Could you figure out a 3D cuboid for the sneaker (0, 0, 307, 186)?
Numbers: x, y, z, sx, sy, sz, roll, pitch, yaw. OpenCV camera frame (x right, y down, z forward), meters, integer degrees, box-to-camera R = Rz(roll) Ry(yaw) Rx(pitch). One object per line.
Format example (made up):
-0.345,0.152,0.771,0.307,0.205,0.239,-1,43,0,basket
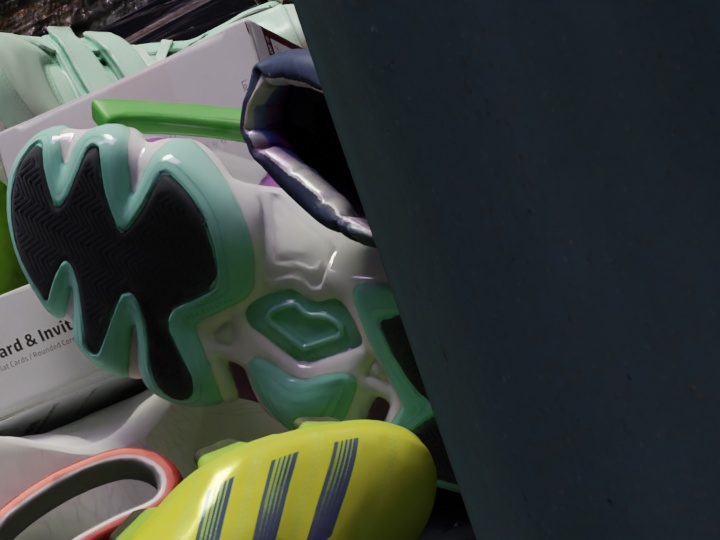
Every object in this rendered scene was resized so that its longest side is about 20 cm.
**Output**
-0.082,-0.080,1.115,0.118,0.074,0.200,-35,-22,17,sneaker

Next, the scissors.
-0.127,0.117,0.800,0.200,0.014,0.073,-30,56,-17,scissors

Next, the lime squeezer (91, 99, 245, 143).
0.017,-0.059,0.940,0.199,0.038,0.071,-22,36,-23,lime squeezer

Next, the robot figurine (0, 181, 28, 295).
-0.181,0.024,1.107,0.176,0.115,0.200,113,176,-48,robot figurine

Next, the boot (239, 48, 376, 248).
0.054,-0.011,0.770,0.090,0.073,0.200,-7,25,-37,boot

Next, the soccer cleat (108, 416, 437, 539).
-0.051,0.102,0.723,0.200,0.065,0.084,-26,39,-30,soccer cleat

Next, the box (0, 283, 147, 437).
-0.078,0.029,0.971,0.200,0.041,0.156,-24,-10,-25,box

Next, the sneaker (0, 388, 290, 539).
-0.094,0.081,0.890,0.200,0.075,0.088,-23,-4,-33,sneaker

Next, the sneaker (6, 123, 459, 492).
0.000,0.000,0.882,0.200,0.078,0.140,26,24,19,sneaker

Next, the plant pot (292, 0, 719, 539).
0.087,-0.014,0.559,0.200,0.197,0.200,-23,10,4,plant pot

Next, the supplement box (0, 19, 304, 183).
-0.039,-0.029,1.075,0.109,0.061,0.200,-23,-16,17,supplement box
